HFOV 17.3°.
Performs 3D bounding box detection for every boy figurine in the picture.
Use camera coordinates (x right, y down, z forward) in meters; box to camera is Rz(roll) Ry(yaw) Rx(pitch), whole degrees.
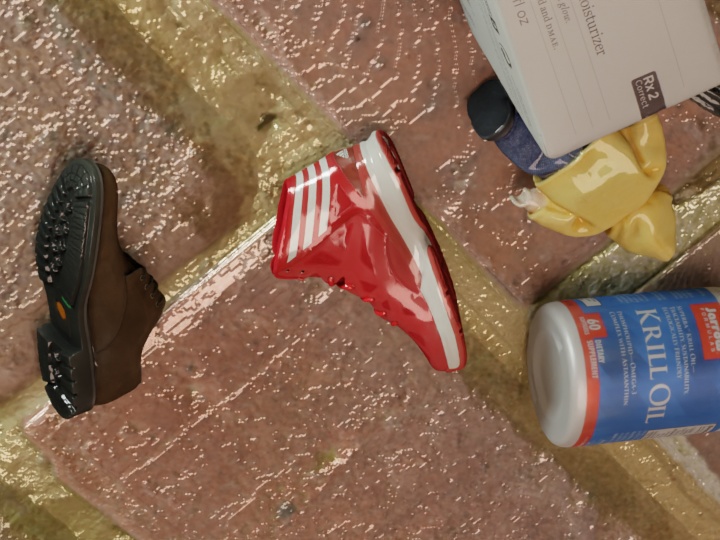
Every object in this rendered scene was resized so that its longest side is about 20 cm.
[{"bbox_3d":[0.171,-0.078,1.710,0.124,0.065,0.200,-45,125,14],"label":"boy figurine"}]

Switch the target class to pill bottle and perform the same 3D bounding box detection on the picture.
[{"bbox_3d":[0.237,0.070,1.801,0.199,0.112,0.113,-6,125,-14],"label":"pill bottle"}]

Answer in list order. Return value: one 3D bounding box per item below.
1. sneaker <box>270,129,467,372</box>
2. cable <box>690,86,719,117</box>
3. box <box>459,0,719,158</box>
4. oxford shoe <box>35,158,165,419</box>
[{"bbox_3d":[0.000,0.000,1.714,0.115,0.078,0.201,-19,115,6],"label":"sneaker"},{"bbox_3d":[0.195,-0.143,1.676,0.200,0.097,0.050,12,122,-48],"label":"cable"},{"bbox_3d":[0.123,-0.218,1.515,0.130,0.200,0.199,-24,127,0],"label":"box"},{"bbox_3d":[-0.181,0.005,1.661,0.084,0.073,0.201,-16,130,-28],"label":"oxford shoe"}]
